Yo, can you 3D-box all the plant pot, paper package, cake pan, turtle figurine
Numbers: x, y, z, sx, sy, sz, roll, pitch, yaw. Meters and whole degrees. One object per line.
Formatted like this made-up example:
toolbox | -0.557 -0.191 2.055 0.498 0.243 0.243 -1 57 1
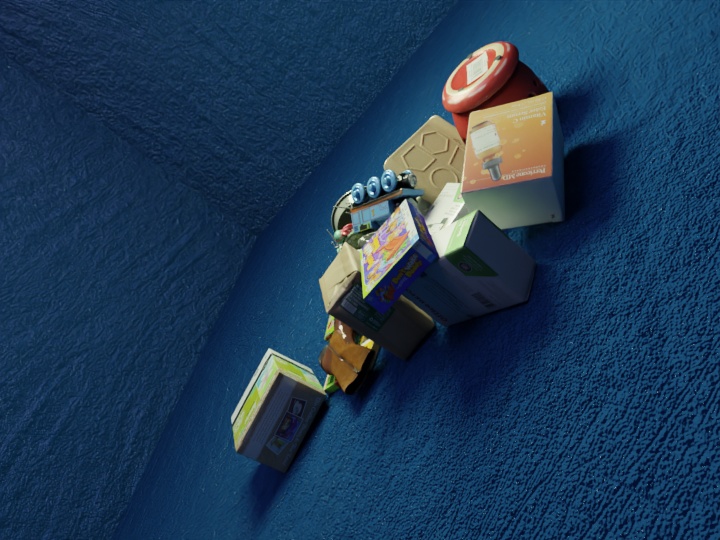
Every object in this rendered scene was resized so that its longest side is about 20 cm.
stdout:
plant pot | 0.278 -0.348 1.126 0.199 0.182 0.202 -35 32 26
paper package | 0.028 0.059 1.081 0.104 0.198 0.191 -52 19 10
cake pan | 0.021 -0.127 1.431 0.200 0.198 0.037 -45 30 26
turtle figurine | -0.008 -0.077 1.386 0.150 0.197 0.102 -50 34 29

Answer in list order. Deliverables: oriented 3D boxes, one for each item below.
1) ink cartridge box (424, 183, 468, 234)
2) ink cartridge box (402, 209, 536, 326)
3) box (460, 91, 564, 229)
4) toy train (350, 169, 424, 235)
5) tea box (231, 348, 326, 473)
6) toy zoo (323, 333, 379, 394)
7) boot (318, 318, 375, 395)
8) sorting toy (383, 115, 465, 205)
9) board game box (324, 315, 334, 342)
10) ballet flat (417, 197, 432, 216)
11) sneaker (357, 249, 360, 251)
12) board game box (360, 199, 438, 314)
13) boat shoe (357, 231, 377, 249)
ink cartridge box | 0.175 -0.068 1.088 0.202 0.084 0.146 -55 18 -2
ink cartridge box | 0.166 0.005 0.908 0.199 0.145 0.085 -27 31 54
box | 0.264 -0.183 0.927 0.150 0.107 0.203 -7 51 28
toy train | 0.055 -0.148 1.192 0.198 0.086 0.117 -13 86 50
tea box | -0.198 0.323 1.279 0.203 0.132 0.196 -62 19 -2
toy zoo | -0.009 0.190 1.231 0.199 0.020 0.133 -39 24 41
boot | -0.019 0.154 1.178 0.190 0.068 0.199 -57 19 -7
sorting toy | 0.178 -0.244 1.236 0.200 0.184 0.037 -47 -17 -21
board game box | -0.008 0.095 1.351 0.200 0.047 0.102 -44 21 31
ballet flat | 0.135 -0.178 1.250 0.068 0.202 0.070 -26 -19 -10
sneaker | 0.000 0.000 1.260 0.085 0.076 0.200 -19 18 -12
board game box | 0.060 -0.030 0.935 0.135 0.045 0.201 -48 17 17
boat shoe | 0.084 -0.064 1.182 0.063 0.197 0.072 34 120 45
